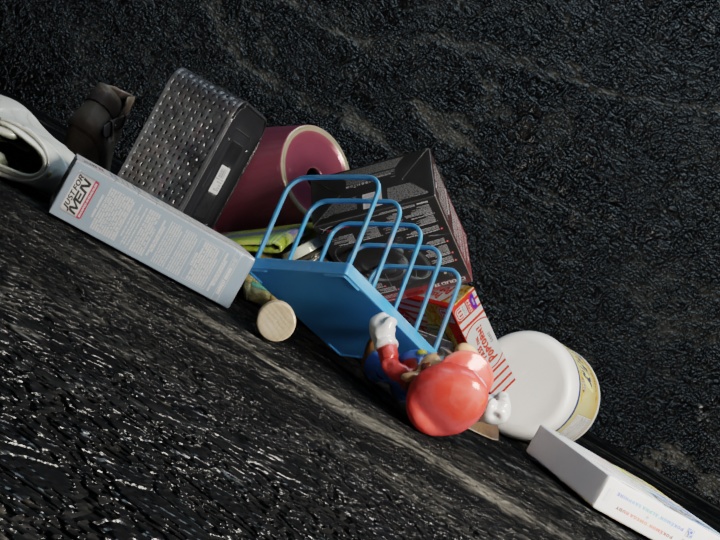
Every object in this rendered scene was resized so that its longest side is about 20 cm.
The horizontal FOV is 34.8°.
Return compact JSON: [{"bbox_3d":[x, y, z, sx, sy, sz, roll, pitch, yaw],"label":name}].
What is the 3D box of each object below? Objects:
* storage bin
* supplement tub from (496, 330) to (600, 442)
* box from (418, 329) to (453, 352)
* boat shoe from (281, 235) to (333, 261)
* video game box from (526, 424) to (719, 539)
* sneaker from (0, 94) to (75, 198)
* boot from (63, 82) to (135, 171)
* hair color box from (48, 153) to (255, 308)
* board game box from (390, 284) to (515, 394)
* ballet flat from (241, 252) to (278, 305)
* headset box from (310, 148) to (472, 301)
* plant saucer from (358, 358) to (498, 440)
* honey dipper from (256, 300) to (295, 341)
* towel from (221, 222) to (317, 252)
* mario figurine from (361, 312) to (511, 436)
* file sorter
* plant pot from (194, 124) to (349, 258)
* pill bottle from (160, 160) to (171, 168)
[{"bbox_3d":[-0.209,-0.125,1.383,0.093,0.201,0.135,30,1,11],"label":"storage bin"},{"bbox_3d":[0.250,0.168,1.587,0.144,0.145,0.200,30,1,26],"label":"supplement tub"},{"bbox_3d":[0.001,0.066,1.450,0.142,0.036,0.199,21,-4,-40],"label":"box"},{"bbox_3d":[-0.060,-0.002,1.443,0.061,0.071,0.201,62,1,1],"label":"boat shoe"},{"bbox_3d":[0.308,0.263,1.342,0.181,0.047,0.200,28,2,-15],"label":"video game box"},{"bbox_3d":[-0.382,-0.147,1.210,0.199,0.074,0.116,31,-2,16],"label":"sneaker"},{"bbox_3d":[-0.360,-0.184,1.602,0.070,0.147,0.200,27,1,-1],"label":"boot"},{"bbox_3d":[-0.212,-0.041,1.160,0.199,0.061,0.099,30,0,-17],"label":"hair color box"},{"bbox_3d":[0.095,0.078,1.494,0.199,0.046,0.152,13,-44,53],"label":"board game box"},{"bbox_3d":[-0.131,0.002,1.409,0.070,0.071,0.200,29,1,-16],"label":"ballet flat"},{"bbox_3d":[0.043,-0.040,1.377,0.148,0.078,0.200,-14,-36,13],"label":"headset box"},{"bbox_3d":[0.089,0.145,1.415,0.199,0.032,0.200,29,1,-1],"label":"plant saucer"},{"bbox_3d":[-0.088,0.047,1.168,0.038,0.038,0.200,29,-2,-5],"label":"honey dipper"},{"bbox_3d":[-0.132,-0.033,1.347,0.142,0.023,0.200,-5,6,10],"label":"towel"},{"bbox_3d":[0.076,0.095,1.120,0.123,0.107,0.200,-1,5,-19],"label":"mario figurine"},{"bbox_3d":[0.000,0.000,1.238,0.138,0.123,0.200,3,-29,37],"label":"file sorter"},{"bbox_3d":[-0.118,-0.109,1.522,0.178,0.201,0.199,-14,-31,42],"label":"plant pot"},{"bbox_3d":[-0.206,-0.076,1.650,0.199,0.111,0.111,29,1,-33],"label":"pill bottle"}]
